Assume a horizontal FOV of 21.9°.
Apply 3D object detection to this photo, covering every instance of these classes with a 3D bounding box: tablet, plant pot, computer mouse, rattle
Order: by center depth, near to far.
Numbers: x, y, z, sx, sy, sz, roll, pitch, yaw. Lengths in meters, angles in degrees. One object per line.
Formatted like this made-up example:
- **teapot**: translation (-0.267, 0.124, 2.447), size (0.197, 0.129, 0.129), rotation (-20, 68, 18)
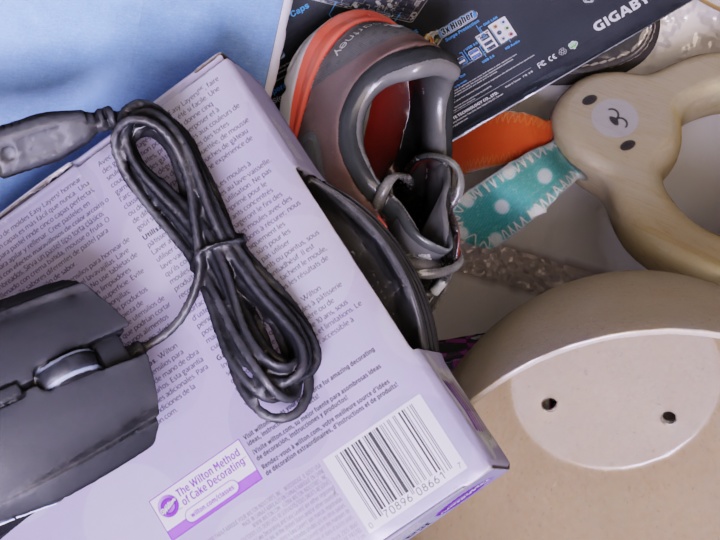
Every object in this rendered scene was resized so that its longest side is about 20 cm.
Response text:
- **computer mouse**: translation (-0.125, 0.019, 0.634), size (0.199, 0.046, 0.141), rotation (-25, 76, -6)
- **tablet**: translation (-0.103, -0.050, 0.723), size (0.130, 0.014, 0.201), rotation (6, 118, -16)
- **plant pot**: translation (0.113, 0.079, 0.775), size (0.199, 0.135, 0.201), rotation (0, 117, 1)
- **rattle**: translation (0.134, -0.065, 0.792), size (0.199, 0.143, 0.131), rotation (15, 78, 6)

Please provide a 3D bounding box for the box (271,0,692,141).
- **box**: translation (0.016, -0.130, 0.765), size (0.200, 0.046, 0.159), rotation (-30, 123, 13)

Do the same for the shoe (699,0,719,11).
- **shoe**: translation (0.149, -0.168, 0.835), size (0.199, 0.053, 0.070), rotation (28, 94, -12)

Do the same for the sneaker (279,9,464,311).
- **sneaker**: translation (0.000, 0.000, 0.731), size (0.077, 0.082, 0.201), rotation (-1, 101, -32)

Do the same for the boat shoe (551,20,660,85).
- **boat shoe**: translation (0.044, -0.124, 0.826), size (0.199, 0.057, 0.067), rotation (14, 98, -11)

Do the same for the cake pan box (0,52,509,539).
- **cake pan box**: translation (-0.069, 0.047, 0.687), size (0.200, 0.052, 0.185), rotation (-36, 78, 7)

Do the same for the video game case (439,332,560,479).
- **video game case**: translation (0.033, 0.132, 0.849), size (0.181, 0.036, 0.201), rotation (-8, 104, -34)
